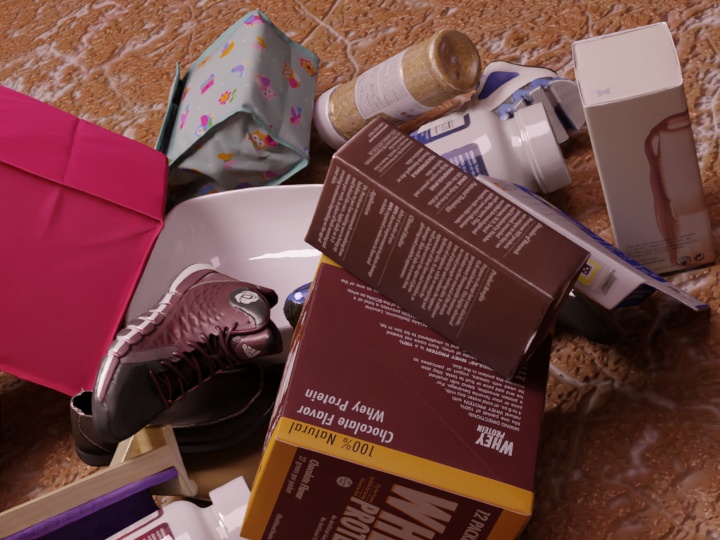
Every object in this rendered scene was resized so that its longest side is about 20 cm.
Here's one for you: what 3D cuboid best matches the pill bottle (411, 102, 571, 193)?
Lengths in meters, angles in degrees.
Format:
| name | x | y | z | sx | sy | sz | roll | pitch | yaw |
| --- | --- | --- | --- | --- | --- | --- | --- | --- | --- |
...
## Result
| name | x | y | z | sx | sy | sz | roll | pitch | yaw |
| --- | --- | --- | --- | --- | --- | --- | --- | --- | --- |
| pill bottle | 0.093 | -0.085 | 1.490 | 0.199 | 0.111 | 0.111 | -21 | 40 | 10 |

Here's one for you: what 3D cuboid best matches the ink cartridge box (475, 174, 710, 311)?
| name | x | y | z | sx | sy | sz | roll | pitch | yaw |
| --- | --- | --- | --- | --- | --- | --- | --- | --- | --- |
| ink cartridge box | 0.188 | -0.007 | 1.297 | 0.200 | 0.198 | 0.047 | 36 | 98 | 13 |

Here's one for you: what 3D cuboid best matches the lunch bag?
| name | x | y | z | sx | sy | sz | roll | pitch | yaw |
| --- | --- | --- | --- | --- | --- | --- | --- | --- | --- |
| lunch bag | -0.149 | -0.151 | 1.668 | 0.200 | 0.122 | 0.171 | -30 | 37 | 33 |

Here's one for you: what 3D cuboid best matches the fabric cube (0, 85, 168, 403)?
| name | x | y | z | sx | sy | sz | roll | pitch | yaw |
| --- | --- | --- | --- | --- | --- | --- | --- | --- | --- |
| fabric cube | -0.300 | -0.029 | 1.461 | 0.199 | 0.197 | 0.199 | 22 | 17 | -14 |

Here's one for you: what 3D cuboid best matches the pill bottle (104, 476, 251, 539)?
| name | x | y | z | sx | sy | sz | roll | pitch | yaw |
| --- | --- | --- | --- | --- | --- | --- | --- | --- | --- |
| pill bottle | -0.160 | 0.252 | 1.252 | 0.200 | 0.110 | 0.110 | -28 | 41 | -7 |

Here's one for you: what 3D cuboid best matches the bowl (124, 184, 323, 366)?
| name | x | y | z | sx | sy | sz | roll | pitch | yaw |
| --- | --- | --- | --- | --- | --- | --- | --- | --- | --- |
| bowl | -0.107 | 0.015 | 1.471 | 0.199 | 0.075 | 0.200 | -4 | 44 | 19 |

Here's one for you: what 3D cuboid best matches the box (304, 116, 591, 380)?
| name | x | y | z | sx | sy | sz | roll | pitch | yaw |
| --- | --- | --- | --- | --- | --- | --- | --- | --- | --- |
| box | 0.064 | -0.018 | 1.204 | 0.200 | 0.100 | 0.075 | 36 | 47 | 13 |

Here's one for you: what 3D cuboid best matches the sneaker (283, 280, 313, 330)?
| name | x | y | z | sx | sy | sz | roll | pitch | yaw |
| --- | --- | --- | --- | --- | --- | --- | --- | --- | --- |
| sneaker | 0.000 | 0.000 | 1.384 | 0.200 | 0.075 | 0.078 | -26 | 70 | -45 |

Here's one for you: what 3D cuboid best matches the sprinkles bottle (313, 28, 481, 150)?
| name | x | y | z | sx | sy | sz | roll | pitch | yaw |
| --- | --- | --- | --- | --- | --- | --- | --- | --- | --- |
| sprinkles bottle | 0.035 | -0.181 | 1.597 | 0.200 | 0.068 | 0.068 | -22 | 30 | 50 |

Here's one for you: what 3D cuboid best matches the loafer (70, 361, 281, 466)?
| name | x | y | z | sx | sy | sz | roll | pitch | yaw |
| --- | --- | --- | --- | --- | --- | --- | --- | --- | --- |
| loafer | -0.167 | 0.120 | 1.386 | 0.199 | 0.071 | 0.073 | -16 | 41 | 7 |

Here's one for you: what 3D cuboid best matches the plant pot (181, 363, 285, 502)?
| name | x | y | z | sx | sy | sz | roll | pitch | yaw |
| --- | --- | --- | --- | --- | --- | --- | --- | --- | --- |
| plant pot | -0.093 | 0.133 | 1.414 | 0.199 | 0.028 | 0.200 | -12 | 43 | 12 |

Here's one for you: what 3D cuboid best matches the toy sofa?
| name | x | y | z | sx | sy | sz | roll | pitch | yaw |
| --- | --- | --- | --- | --- | --- | --- | --- | --- | --- |
| toy sofa | -0.236 | 0.204 | 1.287 | 0.200 | 0.098 | 0.083 | -21 | 5 | -35 |

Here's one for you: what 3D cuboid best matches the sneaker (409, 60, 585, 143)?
| name | x | y | z | sx | sy | sz | roll | pitch | yaw |
| --- | --- | --- | --- | --- | --- | --- | --- | --- | --- |
| sneaker | 0.128 | -0.147 | 1.589 | 0.199 | 0.081 | 0.115 | -25 | 26 | 7 |

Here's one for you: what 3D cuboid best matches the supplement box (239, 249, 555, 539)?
| name | x | y | z | sx | sy | sz | roll | pitch | yaw |
| --- | --- | --- | --- | --- | --- | --- | --- | --- | --- |
| supplement box | 0.031 | 0.120 | 1.230 | 0.197 | 0.133 | 0.200 | 17 | 46 | -4 |

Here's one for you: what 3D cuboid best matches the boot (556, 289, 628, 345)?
| name | x | y | z | sx | sy | sz | roll | pitch | yaw |
| --- | --- | --- | --- | --- | --- | --- | --- | --- | --- |
| boot | 0.144 | 0.039 | 1.392 | 0.097 | 0.075 | 0.200 | -48 | 42 | -5 |

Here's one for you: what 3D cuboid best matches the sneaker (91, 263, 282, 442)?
| name | x | y | z | sx | sy | sz | roll | pitch | yaw |
| --- | --- | --- | --- | --- | --- | --- | --- | --- | --- |
| sneaker | -0.132 | 0.069 | 1.310 | 0.115 | 0.076 | 0.200 | 8 | 45 | 26 |

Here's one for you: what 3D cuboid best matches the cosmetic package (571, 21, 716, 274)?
| name | x | y | z | sx | sy | sz | roll | pitch | yaw |
| --- | --- | --- | --- | --- | --- | --- | --- | --- | --- |
| cosmetic package | 0.250 | -0.102 | 1.380 | 0.087 | 0.200 | 0.104 | -12 | 41 | 11 |
